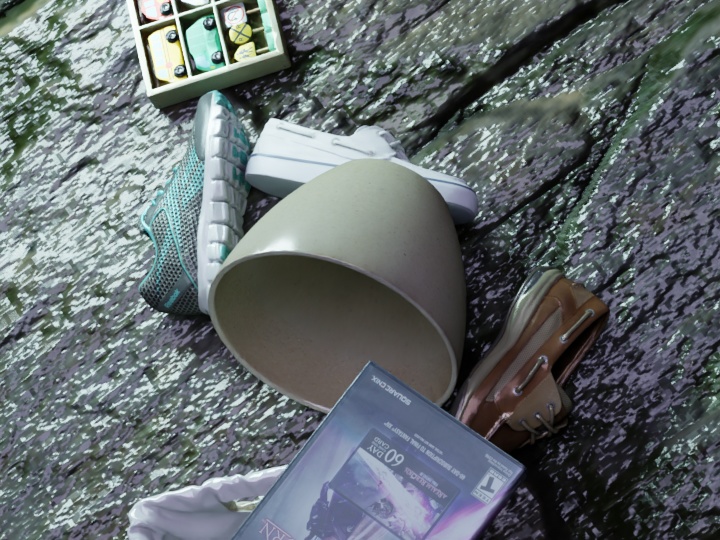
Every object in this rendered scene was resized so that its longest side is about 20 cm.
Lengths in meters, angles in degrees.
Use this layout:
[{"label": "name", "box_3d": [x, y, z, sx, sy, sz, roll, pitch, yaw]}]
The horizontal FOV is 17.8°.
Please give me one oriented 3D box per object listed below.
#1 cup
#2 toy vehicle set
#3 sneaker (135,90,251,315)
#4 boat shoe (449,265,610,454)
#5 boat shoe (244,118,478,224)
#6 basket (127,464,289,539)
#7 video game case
[{"label": "cup", "box_3d": [0.000, 0.000, 1.763, 0.199, 0.201, 0.144, 10, 52, 18]}, {"label": "toy vehicle set", "box_3d": [-0.140, -0.246, 1.978, 0.124, 0.027, 0.201, -18, 65, 7]}, {"label": "sneaker", "box_3d": [-0.141, -0.054, 1.874, 0.091, 0.078, 0.201, -5, 65, 17]}, {"label": "boat shoe", "box_3d": [0.124, 0.092, 1.742, 0.074, 0.076, 0.201, 25, 76, 19]}, {"label": "boat shoe", "box_3d": [0.004, -0.085, 1.847, 0.199, 0.074, 0.066, 12, 74, 17]}, {"label": "basket", "box_3d": [-0.046, 0.258, 1.667, 0.197, 0.161, 0.201, -14, 66, 9]}, {"label": "video game case", "box_3d": [0.001, 0.179, 1.593, 0.143, 0.019, 0.200, 33, 77, 24]}]
